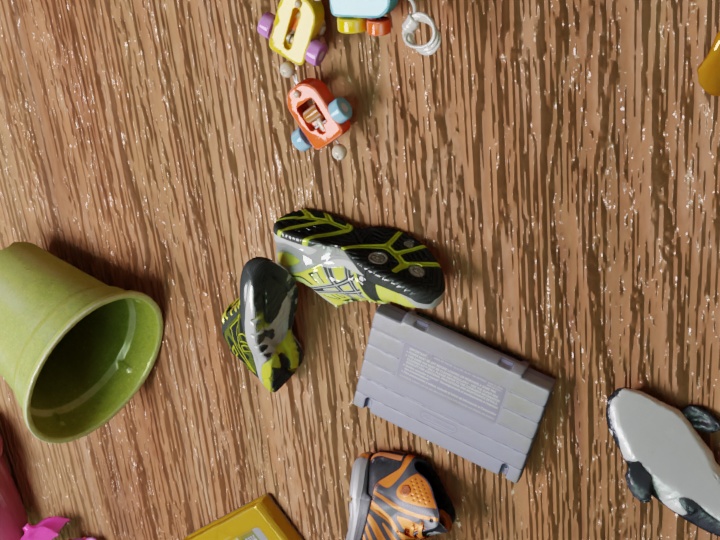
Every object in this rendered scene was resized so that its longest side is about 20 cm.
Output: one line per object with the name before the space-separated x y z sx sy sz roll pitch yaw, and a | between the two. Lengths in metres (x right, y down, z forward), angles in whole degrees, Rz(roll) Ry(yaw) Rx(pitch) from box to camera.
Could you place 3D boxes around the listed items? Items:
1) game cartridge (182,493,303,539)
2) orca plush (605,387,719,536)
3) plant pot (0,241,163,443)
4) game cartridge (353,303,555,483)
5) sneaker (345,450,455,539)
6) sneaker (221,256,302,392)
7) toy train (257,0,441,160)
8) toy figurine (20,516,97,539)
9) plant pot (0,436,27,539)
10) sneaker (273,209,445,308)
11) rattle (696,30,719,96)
game cartridge | -0.121 0.400 1.280 0.175 0.032 0.201 -33 94 35
orca plush | 0.313 0.190 0.947 0.198 0.071 0.106 28 79 8
plant pot | -0.368 0.068 1.172 0.183 0.199 0.203 32 125 24
game cartridge | 0.095 0.124 1.035 0.197 0.038 0.132 24 118 16
sneaker | 0.043 0.299 1.077 0.110 0.077 0.204 -2 79 23
sneaker | -0.117 0.055 1.062 0.084 0.075 0.202 27 145 22
toy train | -0.011 -0.206 0.924 0.199 0.056 0.151 -35 95 38
toy figurine | -0.418 0.440 1.406 0.196 0.150 0.188 0 104 -7
plant pot | -0.569 0.323 1.394 0.197 0.201 0.181 -5 126 29
sneaker | 0.000 0.000 1.009 0.198 0.075 0.078 22 130 29
rattle | 0.287 -0.259 0.754 0.129 0.143 0.203 -27 83 2
